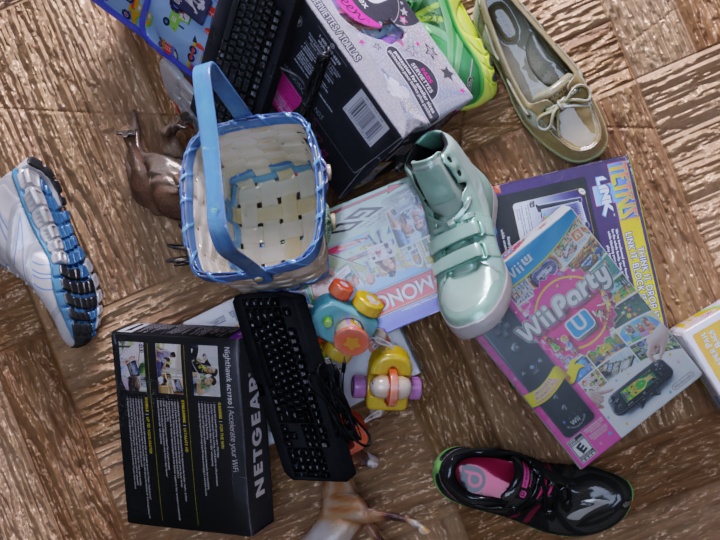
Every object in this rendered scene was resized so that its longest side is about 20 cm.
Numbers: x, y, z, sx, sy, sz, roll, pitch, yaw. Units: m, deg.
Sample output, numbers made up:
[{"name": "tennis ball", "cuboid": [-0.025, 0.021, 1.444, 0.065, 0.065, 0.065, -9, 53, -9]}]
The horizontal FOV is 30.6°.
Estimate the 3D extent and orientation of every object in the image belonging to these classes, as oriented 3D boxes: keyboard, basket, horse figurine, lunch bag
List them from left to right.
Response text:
[{"name": "lunch bag", "cuboid": [-0.165, -0.284, 1.272, 0.200, 0.094, 0.151, 44, 129, 20]}, {"name": "basket", "cuboid": [-0.100, -0.073, 1.189, 0.138, 0.200, 0.177, -13, 70, 16]}, {"name": "keyboard", "cuboid": [-0.086, -0.191, 1.224, 0.127, 0.021, 0.201, 26, 132, 4]}, {"name": "keyboard", "cuboid": [-0.057, 0.114, 1.229, 0.104, 0.040, 0.201, -6, 112, 25]}, {"name": "horse figurine", "cuboid": [-0.017, 0.284, 1.327, 0.132, 0.050, 0.201, 33, 99, 17]}]

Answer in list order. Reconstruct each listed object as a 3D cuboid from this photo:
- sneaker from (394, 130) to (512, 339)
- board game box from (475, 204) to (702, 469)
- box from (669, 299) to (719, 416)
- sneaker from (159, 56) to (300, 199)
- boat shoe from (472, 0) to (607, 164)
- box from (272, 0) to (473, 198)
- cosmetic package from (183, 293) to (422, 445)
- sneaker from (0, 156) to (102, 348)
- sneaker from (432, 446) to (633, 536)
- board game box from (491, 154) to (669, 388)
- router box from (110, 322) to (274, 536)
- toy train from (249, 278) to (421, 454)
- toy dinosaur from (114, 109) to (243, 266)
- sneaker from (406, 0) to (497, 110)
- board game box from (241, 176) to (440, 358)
[{"name": "sneaker", "cuboid": [0.077, -0.037, 1.187, 0.073, 0.201, 0.118, -25, 131, 22]}, {"name": "board game box", "cuboid": [0.199, 0.062, 1.242, 0.147, 0.064, 0.200, -39, 93, 5]}, {"name": "box", "cuboid": [0.412, 0.056, 1.262, 0.199, 0.101, 0.113, -30, 86, 5]}, {"name": "sneaker", "cuboid": [-0.116, -0.159, 1.343, 0.200, 0.077, 0.082, 42, 72, 1]}, {"name": "boat shoe", "cuboid": [0.176, -0.195, 1.304, 0.073, 0.063, 0.201, -30, 84, 5]}, {"name": "box", "cuboid": [-0.010, -0.199, 1.275, 0.115, 0.132, 0.200, -33, 86, -39]}, {"name": "cosmetic package", "cuboid": [-0.058, 0.077, 1.336, 0.199, 0.052, 0.151, -26, 89, 5]}, {"name": "sneaker", "cuboid": [-0.333, -0.009, 1.361, 0.086, 0.075, 0.201, -23, 82, 16]}, {"name": "sneaker", "cuboid": [0.168, 0.218, 1.293, 0.199, 0.084, 0.077, 7, 81, 5]}, {"name": "board game box", "cuboid": [0.206, 0.001, 1.307, 0.164, 0.057, 0.201, -12, 88, 3]}, {"name": "router box", "cuboid": [-0.167, 0.157, 1.309, 0.148, 0.051, 0.201, 2, 101, 25]}, {"name": "toy train", "cuboid": [-0.021, 0.109, 1.262, 0.149, 0.056, 0.201, -22, 117, 2]}, {"name": "toy dinosaur", "cuboid": [-0.189, -0.077, 1.340, 0.200, 0.136, 0.086, 36, 50, 25]}, {"name": "sneaker", "cuboid": [0.063, -0.248, 1.313, 0.083, 0.074, 0.201, -29, 87, 1]}, {"name": "board game box", "cuboid": [0.000, 0.000, 1.293, 0.199, 0.029, 0.135, -23, 87, 2]}]
